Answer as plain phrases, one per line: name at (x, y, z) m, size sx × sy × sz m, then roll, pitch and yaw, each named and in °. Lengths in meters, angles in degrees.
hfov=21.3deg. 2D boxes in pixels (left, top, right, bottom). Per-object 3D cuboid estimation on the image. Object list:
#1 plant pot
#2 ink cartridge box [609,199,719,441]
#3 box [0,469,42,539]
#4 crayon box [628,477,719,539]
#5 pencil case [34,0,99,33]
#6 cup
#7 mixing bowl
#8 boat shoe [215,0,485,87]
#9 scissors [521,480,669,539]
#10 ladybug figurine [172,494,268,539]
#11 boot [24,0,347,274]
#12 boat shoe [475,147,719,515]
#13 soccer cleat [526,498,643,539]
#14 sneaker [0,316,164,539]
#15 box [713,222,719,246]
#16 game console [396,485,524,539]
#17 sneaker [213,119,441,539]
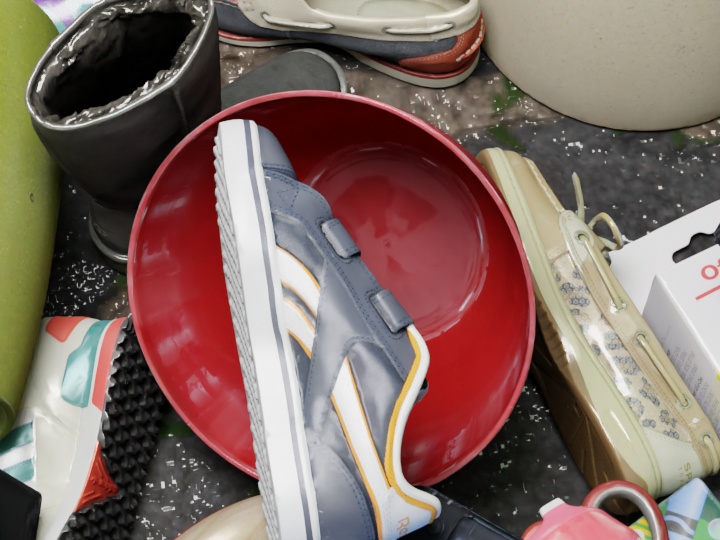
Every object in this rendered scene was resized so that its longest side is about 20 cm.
plant pot at (-0.222, -0.013, 0.916) m, size 0.187 × 0.187 × 0.200 m, roll -11°, pitch 63°, yaw -4°
ink cartridge box at (0.219, 0.038, 0.957) m, size 0.115 × 0.068 × 0.200 m, roll -25°, pitch 67°, yaw -12°
box at (-0.271, 0.118, 0.846) m, size 0.200 × 0.164 × 0.086 m, roll -6°, pitch 64°, yaw 23°
crayon box at (0.170, 0.213, 0.889) m, size 0.126 × 0.052 × 0.200 m, roll -34°, pitch 70°, yaw -13°
pencil case at (-0.216, -0.127, 1.030) m, size 0.200 × 0.085 × 0.092 m, roll -8°, pitch 67°, yaw -2°
cup at (0.155, -0.196, 1.023) m, size 0.200 × 0.143 × 0.200 m, roll -1°, pitch 66°, yaw 1°
mixing bowl at (0.000, 0.000, 0.933) m, size 0.200 × 0.108 × 0.200 m, roll 6°, pitch 108°, yaw 17°
boat shoe at (-0.027, -0.156, 1.053) m, size 0.200 × 0.063 × 0.071 m, roll 18°, pitch 69°, yaw 10°
scissors at (0.159, 0.177, 0.872) m, size 0.073 × 0.014 × 0.200 m, roll -40°, pitch 71°, yaw -18°
ladybug figurine at (-0.062, 0.179, 0.881) m, size 0.200 × 0.072 × 0.136 m, roll -44°, pitch 113°, yaw -14°
boot at (-0.079, -0.089, 0.946) m, size 0.073 × 0.200 × 0.182 m, roll 40°, pitch 72°, yaw 20°
boat shoe at (0.114, 0.024, 0.969) m, size 0.063 × 0.073 × 0.200 m, roll -19°, pitch 75°, yaw -15°
soccer cleat at (0.055, 0.190, 0.847) m, size 0.200 × 0.067 × 0.076 m, roll -48°, pitch 47°, yaw 6°
sneaker at (-0.166, 0.112, 0.941) m, size 0.093 × 0.070 × 0.200 m, roll 5°, pitch 67°, yaw 23°
box at (0.274, -0.029, 0.933) m, size 0.159 × 0.046 × 0.200 m, roll 39°, pitch 43°, yaw 1°
game console at (0.024, 0.179, 0.755) m, size 0.200 × 0.119 × 0.172 m, roll 26°, pitch 82°, yaw 38°
sneaker at (-0.016, 0.027, 0.840) m, size 0.079 × 0.078 × 0.200 m, roll -9°, pitch 77°, yaw -9°
